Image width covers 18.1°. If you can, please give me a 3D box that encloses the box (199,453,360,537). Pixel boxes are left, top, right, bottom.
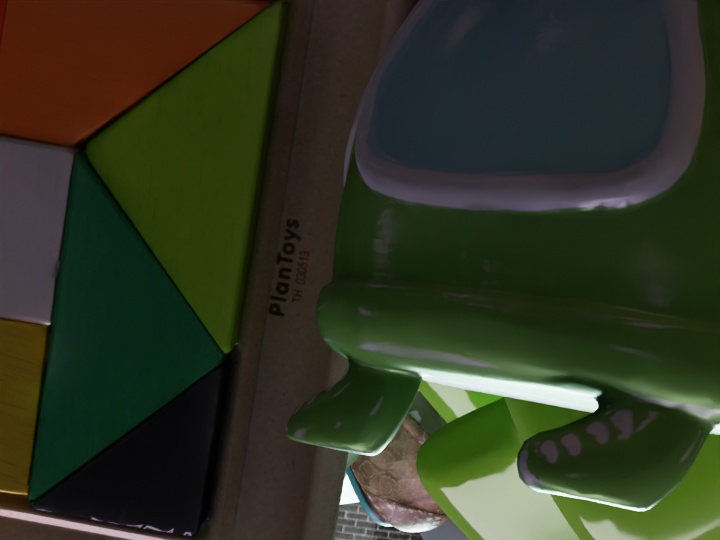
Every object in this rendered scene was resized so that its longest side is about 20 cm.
[{"bbox_3d":[-0.087,0.013,0.671,0.199,0.036,0.144,19,-142,24],"label":"box"}]

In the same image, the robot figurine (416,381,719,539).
[{"bbox_3d":[0.112,0.015,0.609,0.199,0.176,0.116,-28,126,18],"label":"robot figurine"}]

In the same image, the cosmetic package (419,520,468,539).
[{"bbox_3d":[0.124,0.077,0.933,0.199,0.081,0.113,-3,144,-44],"label":"cosmetic package"}]

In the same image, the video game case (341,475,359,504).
[{"bbox_3d":[0.088,0.034,0.976,0.181,0.023,0.200,-6,147,-19],"label":"video game case"}]

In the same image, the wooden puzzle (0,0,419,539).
[{"bbox_3d":[-0.094,-0.011,0.556,0.199,0.186,0.037,10,-173,9],"label":"wooden puzzle"}]

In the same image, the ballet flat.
[{"bbox_3d":[0.000,0.000,0.864,0.065,0.201,0.070,-27,179,30],"label":"ballet flat"}]

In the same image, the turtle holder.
[{"bbox_3d":[0.073,-0.015,0.474,0.140,0.132,0.185,12,176,-19],"label":"turtle holder"}]
